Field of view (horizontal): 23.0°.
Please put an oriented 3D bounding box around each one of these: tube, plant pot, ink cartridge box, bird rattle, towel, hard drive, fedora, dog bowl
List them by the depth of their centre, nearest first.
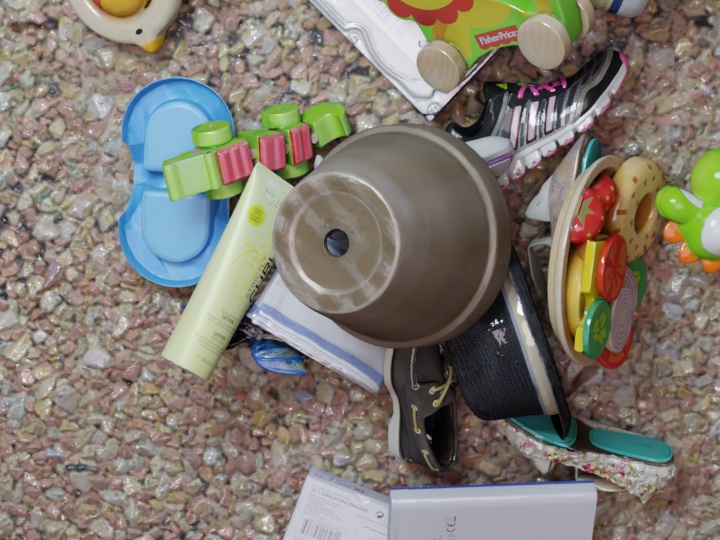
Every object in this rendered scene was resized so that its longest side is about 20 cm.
[{"bbox_3d":[0.011,-0.025,1.517,0.198,0.173,0.203,2,95,23],"label":"plant pot"},{"bbox_3d":[0.128,0.074,1.641,0.091,0.201,0.203,-19,97,3],"label":"fedora"},{"bbox_3d":[-0.117,0.003,1.642,0.052,0.058,0.201,27,83,6],"label":"tube"},{"bbox_3d":[-0.227,-0.295,1.664,0.198,0.113,0.164,24,117,4],"label":"bird rattle"},{"bbox_3d":[0.044,-0.260,1.672,0.140,0.038,0.200,-44,92,10],"label":"hard drive"},{"bbox_3d":[0.000,0.000,1.683,0.146,0.024,0.201,31,73,-2],"label":"towel"},{"bbox_3d":[-0.175,-0.087,1.716,0.110,0.050,0.203,4,99,5],"label":"dog bowl"},{"bbox_3d":[0.125,0.264,1.718,0.197,0.025,0.133,-1,123,-5],"label":"hard drive"},{"bbox_3d":[-0.031,0.311,1.775,0.118,0.042,0.202,21,98,1],"label":"ink cartridge box"}]

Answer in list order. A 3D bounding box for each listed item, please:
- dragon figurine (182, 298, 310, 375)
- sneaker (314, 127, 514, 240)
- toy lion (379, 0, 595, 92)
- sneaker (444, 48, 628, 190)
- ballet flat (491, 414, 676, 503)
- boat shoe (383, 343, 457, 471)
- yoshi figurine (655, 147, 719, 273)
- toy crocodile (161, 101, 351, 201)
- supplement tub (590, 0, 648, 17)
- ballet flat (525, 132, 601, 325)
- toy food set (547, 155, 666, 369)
[{"bbox_3d":[-0.073,0.065,1.706,0.198,0.099,0.060,11,101,3],"label":"dragon figurine"},{"bbox_3d":[0.043,-0.100,1.638,0.198,0.075,0.101,-17,69,14],"label":"sneaker"},{"bbox_3d":[0.086,-0.263,1.560,0.199,0.069,0.193,-6,121,46],"label":"toy lion"},{"bbox_3d":[0.158,-0.153,1.660,0.199,0.074,0.088,-37,101,15],"label":"sneaker"},{"bbox_3d":[0.208,0.176,1.716,0.198,0.076,0.064,20,121,5],"label":"ballet flat"},{"bbox_3d":[0.064,0.112,1.676,0.060,0.072,0.202,22,141,24],"label":"boat shoe"},{"bbox_3d":[0.374,-0.044,1.639,0.199,0.112,0.113,28,57,-7],"label":"yoshi figurine"},{"bbox_3d":[-0.098,-0.111,1.660,0.199,0.062,0.068,-19,111,-32],"label":"toy crocodile"},{"bbox_3d":[0.181,-0.325,1.592,0.198,0.145,0.146,19,101,2],"label":"supplement tub"},{"bbox_3d":[0.189,-0.034,1.671,0.067,0.068,0.202,8,112,25],"label":"ballet flat"},{"bbox_3d":[0.226,-0.006,1.625,0.048,0.199,0.200,9,98,27],"label":"toy food set"}]
